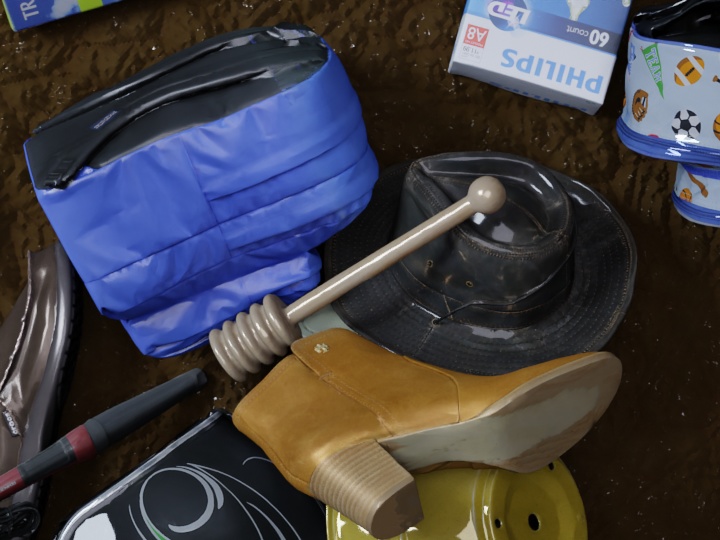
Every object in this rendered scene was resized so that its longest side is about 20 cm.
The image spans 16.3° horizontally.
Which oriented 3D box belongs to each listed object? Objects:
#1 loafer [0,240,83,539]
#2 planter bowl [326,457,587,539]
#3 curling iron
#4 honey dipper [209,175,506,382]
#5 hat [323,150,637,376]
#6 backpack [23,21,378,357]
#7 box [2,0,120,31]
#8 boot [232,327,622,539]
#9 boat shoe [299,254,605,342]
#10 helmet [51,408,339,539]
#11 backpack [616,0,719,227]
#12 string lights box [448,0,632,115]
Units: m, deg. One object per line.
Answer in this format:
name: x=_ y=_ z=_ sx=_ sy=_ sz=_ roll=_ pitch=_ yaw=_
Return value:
loafer: x=-0.222 y=0.076 z=1.590 sx=0.071 sy=0.073 sz=0.200 roll=11 pitch=85 yaw=0
planter bowl: x=0.078 y=0.157 z=1.522 sx=0.083 sy=0.200 sz=0.201 roll=-16 pitch=84 yaw=42
curling iron: x=-0.172 y=0.114 z=1.570 sx=0.026 sy=0.050 sz=0.200 roll=24 pitch=47 yaw=35
honey dipper: x=0.000 y=0.000 z=1.505 sx=0.200 sy=0.038 sz=0.038 roll=-33 pitch=86 yaw=12
hat: x=0.072 y=-0.025 z=1.548 sx=0.200 sy=0.081 sz=0.201 roll=-2 pitch=51 yaw=3
backpack: x=-0.088 y=-0.055 z=1.564 sx=0.200 sy=0.163 sz=0.168 roll=-28 pitch=115 yaw=-2
box: x=-0.166 y=-0.229 z=1.595 sx=0.200 sy=0.122 sz=0.048 roll=-17 pitch=43 yaw=-2
boot: x=0.037 y=0.069 z=1.476 sx=0.201 sy=0.071 sz=0.144 roll=-27 pitch=44 yaw=-24
boat shoe: x=0.059 y=0.034 z=1.602 sx=0.199 sy=0.075 sz=0.066 roll=-15 pitch=130 yaw=-10
helmet: x=-0.093 y=0.204 z=1.526 sx=0.200 sy=0.200 sz=0.191 roll=-36 pitch=90 yaw=-3
backpack: x=0.254 y=-0.102 z=1.562 sx=0.190 sy=0.200 sz=0.154 roll=13 pitch=99 yaw=4
string lights box: x=0.132 y=-0.211 z=1.622 sx=0.103 sy=0.059 sz=0.200 roll=16 pitch=86 yaw=0
